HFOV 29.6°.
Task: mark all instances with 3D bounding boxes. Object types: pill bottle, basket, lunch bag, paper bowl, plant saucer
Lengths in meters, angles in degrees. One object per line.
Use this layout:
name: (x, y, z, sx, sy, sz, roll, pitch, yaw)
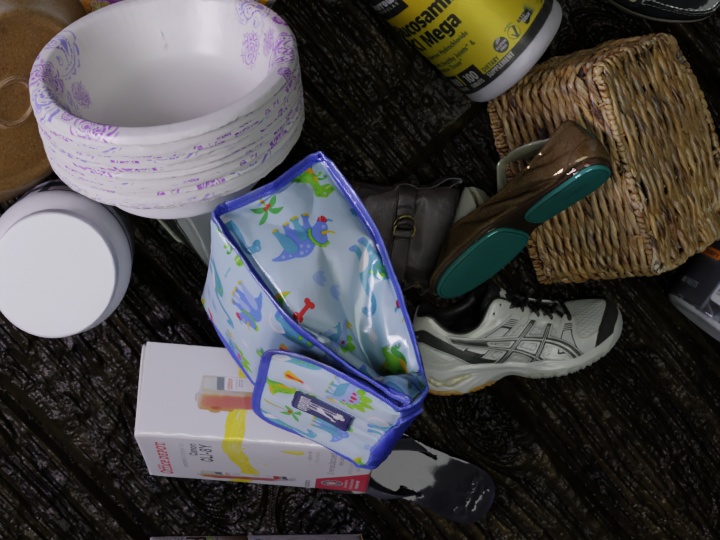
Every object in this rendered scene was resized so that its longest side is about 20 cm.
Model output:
pill bottle: (0.380, -0.025, 1.245, 0.106, 0.106, 0.201, 36, 91, -12)
pill bottle: (-0.242, -0.010, 1.105, 0.115, 0.200, 0.117, -1, 99, -8)
basket: (0.227, -0.103, 1.233, 0.142, 0.148, 0.202, -27, 103, -37)
pill bottle: (0.066, -0.247, 1.155, 0.200, 0.112, 0.113, 40, 91, -16)
lunch bag: (-0.029, 0.046, 1.025, 0.127, 0.170, 0.201, -32, 76, -20)
paper bowl: (-0.140, -0.118, 1.025, 0.199, 0.201, 0.105, -13, 131, -6)
plant saucer: (-0.275, -0.135, 1.050, 0.199, 0.035, 0.202, -29, 133, -36)

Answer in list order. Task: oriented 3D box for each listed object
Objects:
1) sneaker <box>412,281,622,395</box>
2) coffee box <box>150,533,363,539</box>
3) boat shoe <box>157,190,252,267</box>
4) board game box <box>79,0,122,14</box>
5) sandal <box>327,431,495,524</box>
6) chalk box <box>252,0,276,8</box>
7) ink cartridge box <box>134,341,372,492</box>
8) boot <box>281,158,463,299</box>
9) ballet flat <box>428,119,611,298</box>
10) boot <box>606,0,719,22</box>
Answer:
sneaker: (0.141, 0.049, 1.227, 0.198, 0.076, 0.088, -15, 116, -7)
coffee box: (-0.092, 0.306, 1.235, 0.198, 0.080, 0.116, 0, 99, -8)
boat shoe: (-0.134, -0.056, 1.143, 0.071, 0.064, 0.200, -44, 101, -17)
board game box: (-0.239, -0.204, 1.135, 0.134, 0.045, 0.201, -35, 114, -1)
sandal: (0.033, 0.181, 1.254, 0.198, 0.043, 0.077, 15, 96, -10)
chalk box: (-0.085, -0.308, 1.108, 0.124, 0.125, 0.201, 35, 59, -12)
ink cartridge box: (-0.086, 0.127, 1.159, 0.198, 0.145, 0.084, 5, 68, -2)
boot: (0.000, 0.000, 1.214, 0.172, 0.069, 0.202, 12, 103, -17)
ballet flat: (0.127, -0.058, 1.176, 0.067, 0.073, 0.200, 12, 135, -46)
boot: (0.242, -0.268, 1.164, 0.202, 0.154, 0.074, 21, 95, -11)
